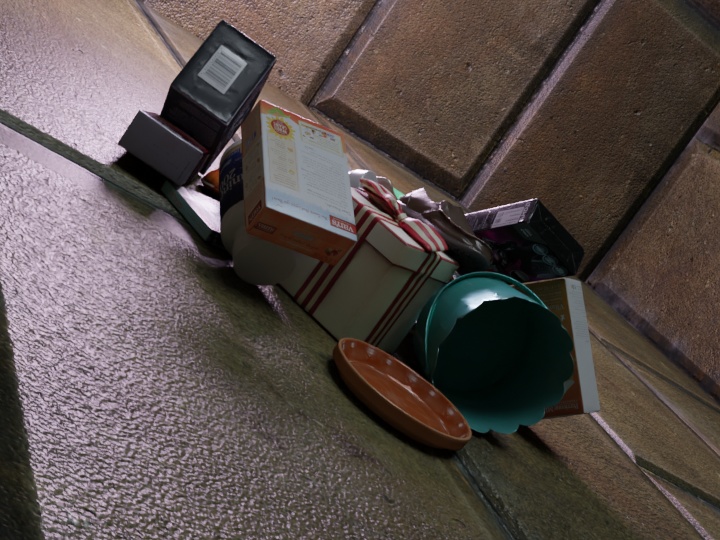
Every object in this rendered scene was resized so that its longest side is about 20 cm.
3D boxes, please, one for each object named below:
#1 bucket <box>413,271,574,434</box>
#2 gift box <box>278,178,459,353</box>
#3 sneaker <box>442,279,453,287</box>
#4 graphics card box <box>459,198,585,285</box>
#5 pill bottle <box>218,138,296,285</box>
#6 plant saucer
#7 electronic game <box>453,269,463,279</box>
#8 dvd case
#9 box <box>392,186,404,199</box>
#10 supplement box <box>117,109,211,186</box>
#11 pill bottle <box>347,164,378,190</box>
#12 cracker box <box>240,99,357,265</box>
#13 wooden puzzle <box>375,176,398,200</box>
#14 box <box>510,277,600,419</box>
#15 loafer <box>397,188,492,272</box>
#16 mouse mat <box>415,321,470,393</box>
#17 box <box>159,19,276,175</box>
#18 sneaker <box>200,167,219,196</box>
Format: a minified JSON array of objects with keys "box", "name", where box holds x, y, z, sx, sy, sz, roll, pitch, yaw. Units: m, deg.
[{"box":[0.174,0.108,1.647,0.207,0.208,0.135,31,6,-23],"name":"bucket"},{"box":[0.013,-0.014,1.683,0.184,0.187,0.200,41,13,25],"name":"gift box"},{"box":[0.135,0.003,1.872,0.111,0.078,0.201,4,62,-35],"name":"sneaker"},{"box":[0.217,-0.036,1.779,0.199,0.051,0.125,-11,-47,48],"name":"graphics card box"},{"box":[-0.133,-0.079,1.608,0.111,0.111,0.201,29,34,-31],"name":"pill bottle"},{"box":[0.047,0.155,1.477,0.200,0.032,0.200,34,10,-7],"name":"plant saucer"},{"box":[0.148,0.035,1.948,0.199,0.042,0.201,27,48,-33],"name":"electronic game"},{"box":[-0.178,-0.057,1.719,0.200,0.022,0.146,25,15,-47],"name":"dvd case"},{"box":[0.041,-0.058,2.095,0.117,0.200,0.049,33,55,-7],"name":"box"},{"box":[-0.282,-0.180,1.761,0.109,0.061,0.200,34,3,-7],"name":"supplement box"},{"box":[-0.078,-0.117,1.834,0.199,0.113,0.112,7,-2,24],"name":"pill bottle"},{"box":[-0.082,-0.114,1.545,0.133,0.058,0.201,21,41,-27],"name":"cracker box"},{"box":[-0.009,-0.085,1.994,0.184,0.046,0.200,9,-30,25],"name":"wooden puzzle"},{"box":[0.275,0.121,1.808,0.097,0.124,0.201,10,70,-65],"name":"box"},{"box":[0.124,-0.069,1.739,0.200,0.071,0.073,38,-12,39],"name":"loafer"},{"box":[0.111,0.108,1.811,0.161,0.008,0.200,52,3,-22],"name":"mouse mat"},{"box":[-0.233,-0.268,1.891,0.107,0.149,0.200,35,-25,-5],"name":"box"},{"box":[-0.202,-0.152,1.911,0.073,0.077,0.200,36,12,-7],"name":"sneaker"}]
